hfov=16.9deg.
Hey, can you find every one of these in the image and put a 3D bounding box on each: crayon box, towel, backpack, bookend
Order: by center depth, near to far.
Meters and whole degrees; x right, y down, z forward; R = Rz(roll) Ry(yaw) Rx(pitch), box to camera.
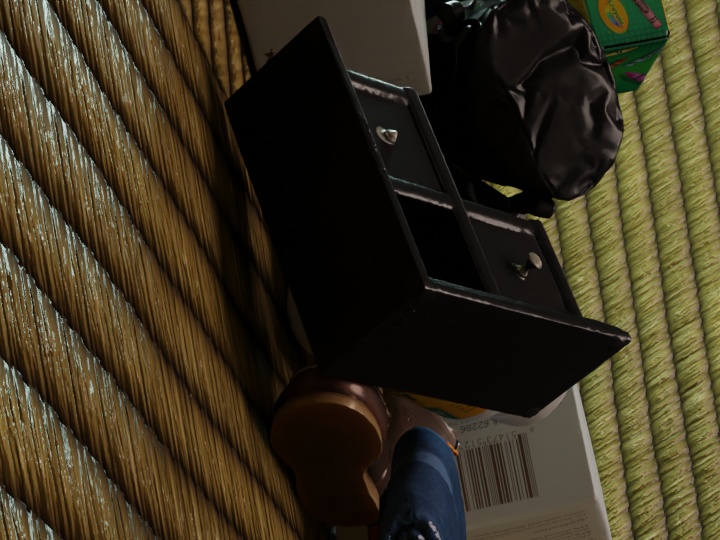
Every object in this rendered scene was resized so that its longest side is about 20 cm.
[{"bbox_3d":[0.041,-0.028,1.483,0.199,0.092,0.200,16,45,-46],"label":"bookend"},{"bbox_3d":[0.045,0.180,1.636,0.200,0.048,0.112,-69,153,-76],"label":"towel"},{"bbox_3d":[0.104,-0.128,1.755,0.200,0.126,0.168,10,-59,69],"label":"backpack"},{"bbox_3d":[0.169,-0.241,1.808,0.119,0.058,0.201,109,-31,-75],"label":"crayon box"}]

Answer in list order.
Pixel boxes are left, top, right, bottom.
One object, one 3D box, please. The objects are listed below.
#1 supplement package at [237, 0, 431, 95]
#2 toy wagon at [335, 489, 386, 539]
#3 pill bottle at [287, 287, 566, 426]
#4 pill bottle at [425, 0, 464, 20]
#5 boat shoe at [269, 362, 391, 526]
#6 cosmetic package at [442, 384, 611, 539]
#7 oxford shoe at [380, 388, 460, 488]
[{"bbox_3d":[-0.026,-0.218,1.609,0.118,0.116,0.201,-91,169,-48],"label":"supplement package"},{"bbox_3d":[0.005,0.205,1.662,0.155,0.039,0.201,-83,163,-67],"label":"toy wagon"},{"bbox_3d":[0.054,0.036,1.644,0.200,0.112,0.113,27,48,-42],"label":"pill bottle"},{"bbox_3d":[0.047,-0.203,1.882,0.201,0.110,0.112,74,10,-51],"label":"pill bottle"},{"bbox_3d":[-0.016,0.094,1.503,0.200,0.070,0.071,89,8,-66],"label":"boat shoe"},{"bbox_3d":[0.111,0.163,2.021,0.200,0.166,0.167,68,10,-64],"label":"cosmetic package"},{"bbox_3d":[0.042,0.151,1.888,0.071,0.072,0.201,64,19,-70],"label":"oxford shoe"}]
